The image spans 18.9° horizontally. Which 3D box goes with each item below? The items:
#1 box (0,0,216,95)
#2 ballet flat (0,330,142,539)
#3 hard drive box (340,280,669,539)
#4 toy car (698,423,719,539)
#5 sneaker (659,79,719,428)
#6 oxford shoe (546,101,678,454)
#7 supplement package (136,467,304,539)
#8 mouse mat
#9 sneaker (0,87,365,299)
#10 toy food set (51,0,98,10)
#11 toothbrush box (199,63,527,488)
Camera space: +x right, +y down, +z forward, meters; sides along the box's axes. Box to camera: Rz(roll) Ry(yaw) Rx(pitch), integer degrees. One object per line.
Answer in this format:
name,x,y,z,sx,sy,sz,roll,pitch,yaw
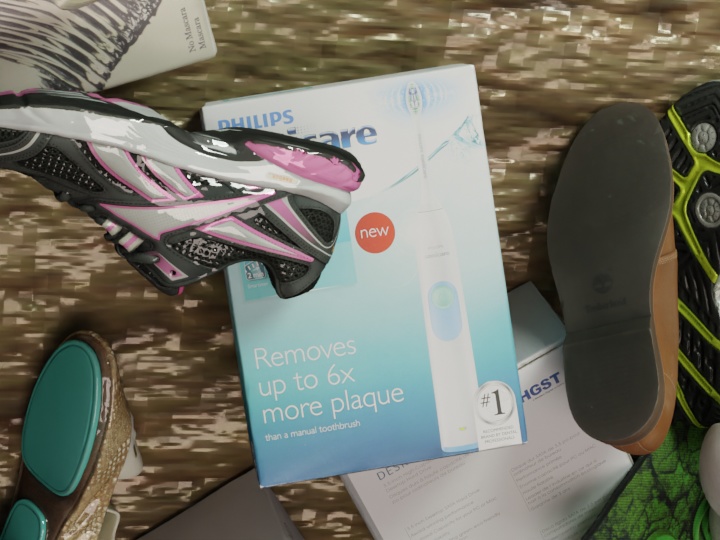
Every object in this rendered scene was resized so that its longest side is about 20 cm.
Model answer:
box,-0.179,-0.125,1.086,0.198,0.068,0.083,-19,119,-7
ballet flat,-0.161,0.123,1.218,0.065,0.070,0.201,0,120,-44
hard drive box,0.083,0.135,1.273,0.155,0.077,0.201,-28,119,-2
toy car,0.294,0.106,1.238,0.175,0.149,0.200,-51,154,-14
sneaker,0.206,-0.014,1.254,0.076,0.075,0.202,-19,117,-47
oxford shoe,0.146,0.006,1.205,0.071,0.202,0.071,-5,160,24
supplement package,-0.051,0.243,1.260,0.119,0.121,0.201,-31,119,1
mouse mat,0.194,0.170,1.281,0.200,0.007,0.162,-46,123,-40
sneaker,-0.100,-0.032,1.049,0.198,0.080,0.087,12,97,-7
toy food set,-0.112,-0.242,1.015,0.200,0.060,0.144,-42,82,6
toothbrush box,0.000,0.000,1.143,0.145,0.085,0.202,-8,94,-5
